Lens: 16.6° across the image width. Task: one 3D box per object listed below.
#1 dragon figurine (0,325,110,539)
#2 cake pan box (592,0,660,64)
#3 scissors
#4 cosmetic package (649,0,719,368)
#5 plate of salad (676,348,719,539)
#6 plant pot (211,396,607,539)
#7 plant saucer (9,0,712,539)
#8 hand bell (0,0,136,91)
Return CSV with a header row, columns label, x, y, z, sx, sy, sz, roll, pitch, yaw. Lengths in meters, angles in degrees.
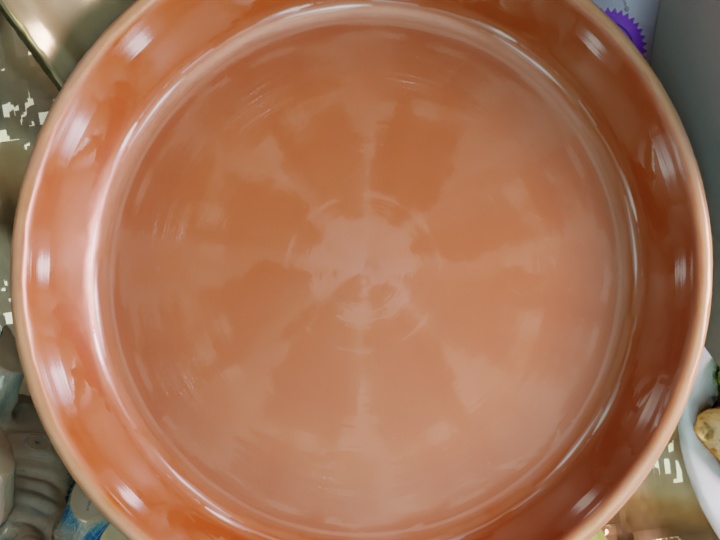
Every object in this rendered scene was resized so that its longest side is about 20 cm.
label,x,y,z,sx,sy,sz,roll,pitch,yaw
dragon figurine,-0.110,0.086,0.761,0.059,0.200,0.100,14,119,-16
cake pan box,0.112,-0.162,0.758,0.183,0.052,0.201,-19,106,-7
scissors,0.071,-0.105,0.720,0.199,0.014,0.073,-24,101,15
cosmetic package,0.148,-0.074,0.703,0.106,0.090,0.201,-8,131,-21
plate of salad,0.206,0.040,0.830,0.199,0.048,0.201,0,104,0
plant pot,0.014,0.125,0.788,0.199,0.200,0.185,-21,93,5
plant saucer,0.000,0.000,0.709,0.199,0.032,0.202,-1,83,4
hand bell,-0.027,-0.133,0.775,0.200,0.104,0.104,-36,102,-4
